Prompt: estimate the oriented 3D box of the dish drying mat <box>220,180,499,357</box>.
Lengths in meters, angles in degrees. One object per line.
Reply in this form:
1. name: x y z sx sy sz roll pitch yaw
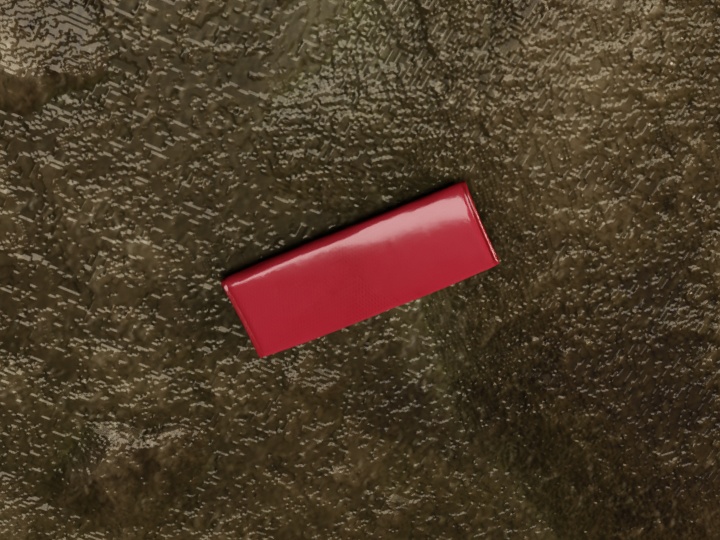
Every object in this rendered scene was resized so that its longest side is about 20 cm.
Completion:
1. dish drying mat: 0.000 0.000 1.543 0.199 0.018 0.077 -21 120 8
